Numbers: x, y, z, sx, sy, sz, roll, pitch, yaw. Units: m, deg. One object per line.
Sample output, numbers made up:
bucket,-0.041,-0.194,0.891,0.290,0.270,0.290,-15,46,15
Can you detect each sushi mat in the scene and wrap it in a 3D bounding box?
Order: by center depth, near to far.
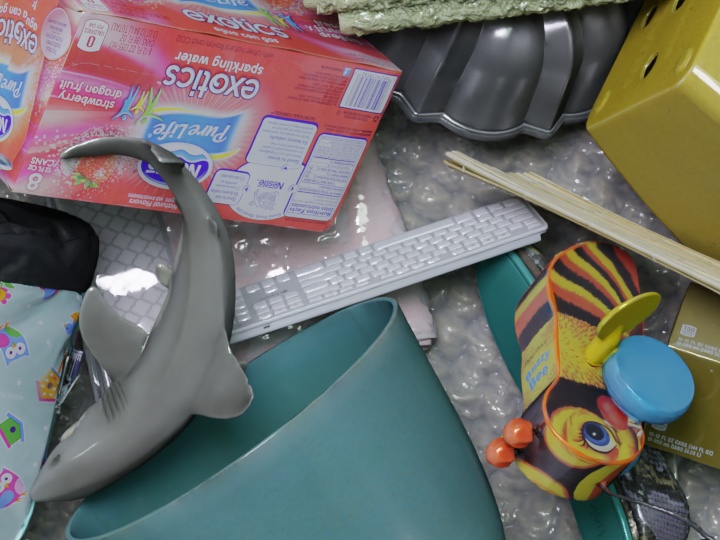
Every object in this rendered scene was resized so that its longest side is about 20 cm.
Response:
sushi mat,0.142,-0.018,1.194,0.200,0.096,0.012,28,101,34

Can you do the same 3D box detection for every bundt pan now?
bundt pan,0.072,-0.174,1.255,0.201,0.076,0.202,8,58,-12

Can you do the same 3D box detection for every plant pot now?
plant pot,-0.021,0.137,1.146,0.200,0.201,0.161,-36,100,-10
plant pot,0.237,-0.097,1.180,0.176,0.200,0.200,30,76,-12

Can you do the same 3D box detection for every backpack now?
backpack,-0.225,0.059,1.171,0.167,0.127,0.201,12,95,-20

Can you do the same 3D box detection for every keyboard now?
keyboard,0.000,0.000,1.223,0.200,0.056,0.011,-18,117,-5

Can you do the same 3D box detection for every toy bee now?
toy bee,0.110,0.064,1.116,0.108,0.200,0.131,9,117,-28

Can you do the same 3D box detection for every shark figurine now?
shark figurine,-0.081,0.026,1.116,0.128,0.215,0.089,-8,34,-34

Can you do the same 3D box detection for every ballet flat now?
ballet flat,0.125,0.068,1.235,0.072,0.072,0.201,-20,76,-6

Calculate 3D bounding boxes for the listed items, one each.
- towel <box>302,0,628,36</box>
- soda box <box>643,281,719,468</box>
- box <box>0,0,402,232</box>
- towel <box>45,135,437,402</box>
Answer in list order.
towel,0.064,-0.193,1.184,0.199,0.037,0.149,-5,60,-2
soda box,0.251,0.077,1.179,0.200,0.068,0.064,17,36,9
box,-0.094,-0.092,1.154,0.095,0.200,0.103,45,119,43
towel,-0.075,-0.027,1.269,0.191,0.032,0.200,-16,76,-5
